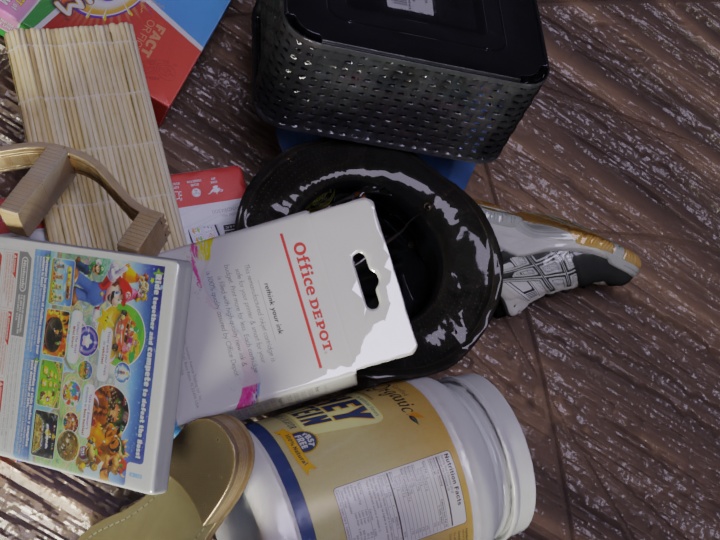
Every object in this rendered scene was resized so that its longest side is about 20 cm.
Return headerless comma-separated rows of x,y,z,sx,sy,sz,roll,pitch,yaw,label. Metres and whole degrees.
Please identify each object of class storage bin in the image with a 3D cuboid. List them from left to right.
0.026,-0.172,0.950,0.200,0.094,0.135,9,53,-17,storage bin

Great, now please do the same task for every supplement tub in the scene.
0.007,0.156,0.892,0.200,0.144,0.145,-15,80,-23,supplement tub

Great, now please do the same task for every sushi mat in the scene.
-0.188,-0.085,0.912,0.096,0.012,0.200,-10,74,-22,sushi mat

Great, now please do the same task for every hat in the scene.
0.000,0.000,0.950,0.200,0.081,0.201,5,67,-11,hat

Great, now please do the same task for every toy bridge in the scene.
-0.215,-0.054,0.859,0.200,0.027,0.067,16,56,20,toy bridge

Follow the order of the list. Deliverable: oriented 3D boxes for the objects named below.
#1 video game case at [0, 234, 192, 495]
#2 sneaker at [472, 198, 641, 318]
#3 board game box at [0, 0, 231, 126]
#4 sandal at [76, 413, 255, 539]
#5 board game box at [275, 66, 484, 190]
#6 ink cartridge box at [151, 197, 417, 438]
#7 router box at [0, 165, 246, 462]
-0.198,0.054,0.821,0.018,0.200,0.144,5,92,-59,video game case
0.133,-0.002,1.034,0.200,0.076,0.088,11,101,-26,sneaker
-0.204,-0.227,0.984,0.200,0.040,0.153,29,67,-10,board game box
-0.121,0.174,0.845,0.070,0.212,0.078,0,46,-54,sandal
0.023,-0.125,1.039,0.158,0.039,0.200,28,74,-12,board game box
-0.073,0.036,0.852,0.200,0.068,0.115,-16,77,-4,ink cartridge box
-0.164,0.028,0.920,0.200,0.049,0.180,-11,79,-22,router box
